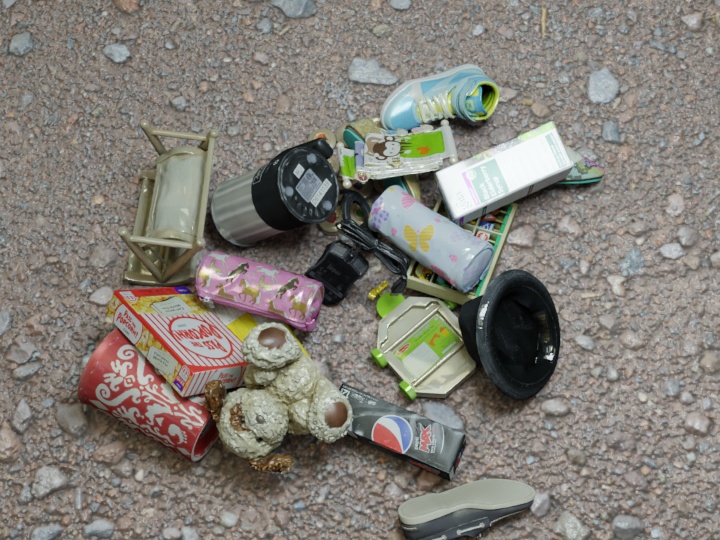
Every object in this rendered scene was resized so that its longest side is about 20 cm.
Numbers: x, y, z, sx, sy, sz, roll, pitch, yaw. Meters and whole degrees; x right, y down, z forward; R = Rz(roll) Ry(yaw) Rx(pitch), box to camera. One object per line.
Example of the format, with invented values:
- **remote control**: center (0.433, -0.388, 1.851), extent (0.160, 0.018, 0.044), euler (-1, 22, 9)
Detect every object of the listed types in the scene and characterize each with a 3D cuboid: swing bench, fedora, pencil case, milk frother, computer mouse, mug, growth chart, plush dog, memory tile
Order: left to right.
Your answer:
- **mug**: center (-0.291, 0.171, 1.609), extent (0.199, 0.134, 0.178), euler (29, 74, 13)
- **swing bench**: center (-0.300, -0.099, 1.698), extent (0.129, 0.200, 0.200), euler (8, 68, -7)
- **pencil case**: center (-0.153, 0.033, 1.653), extent (0.198, 0.083, 0.087), euler (15, 93, 8)
- **plush dog**: center (-0.132, 0.192, 1.546), extent (0.172, 0.160, 0.200), euler (-41, 95, -10)
- **milk frother**: center (-0.097, -0.090, 1.697), extent (0.180, 0.187, 0.201), euler (-38, 105, -39)
- **memory tile**: center (-0.006, -0.160, 1.785), extent (0.152, 0.017, 0.201), euler (-9, 66, 1)
- **computer mouse**: center (0.000, 0.000, 1.641), extent (0.140, 0.200, 0.046), euler (33, 51, -2)
- **growth chart**: center (0.057, -0.186, 1.682), extent (0.198, 0.018, 0.145), euler (-12, 38, -6)
- **pencil case**: center (0.106, -0.050, 1.628), extent (0.199, 0.091, 0.084), euler (34, 109, 23)
- **fedora**: center (0.208, 0.094, 1.582), extent (0.091, 0.200, 0.202), euler (0, 60, 46)

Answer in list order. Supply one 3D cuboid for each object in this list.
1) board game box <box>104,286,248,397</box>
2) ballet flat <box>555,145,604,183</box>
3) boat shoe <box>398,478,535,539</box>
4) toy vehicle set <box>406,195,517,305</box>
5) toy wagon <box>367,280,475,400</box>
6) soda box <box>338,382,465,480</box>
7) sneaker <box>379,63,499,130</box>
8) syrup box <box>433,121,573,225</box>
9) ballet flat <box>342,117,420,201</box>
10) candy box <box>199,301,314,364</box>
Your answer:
- **board game box**: center (-0.264, 0.102, 1.612), extent (0.200, 0.151, 0.047), euler (41, 114, 27)
- **ballet flat**: center (0.292, -0.169, 1.726), extent (0.198, 0.069, 0.072), euler (-6, 108, 6)
- **boat shoe**: center (0.154, 0.349, 1.536), extent (0.198, 0.073, 0.063), euler (-10, 109, -5)
- **toy vehicle set**: center (0.160, -0.041, 1.689), extent (0.123, 0.027, 0.201), euler (16, 57, 13)
- **toy wagon**: center (0.089, 0.099, 1.651), extent (0.155, 0.040, 0.200), euler (-38, 68, -11)
- **soda box**: center (0.053, 0.236, 1.576), extent (0.199, 0.071, 0.064), euler (21, 74, 14)
- **sneaker**: center (0.136, -0.273, 1.755), extent (0.199, 0.080, 0.131), euler (-27, 29, -8)
- **syrup box**: center (0.218, -0.147, 1.657), extent (0.199, 0.081, 0.079), euler (-24, 81, 0)
- **ballet flat**: center (0.051, -0.175, 1.746), extent (0.070, 0.071, 0.200), euler (-36, 68, -10)
- **candy box**: center (-0.163, 0.103, 1.680), extent (0.102, 0.026, 0.200), euler (-31, 67, -12)
